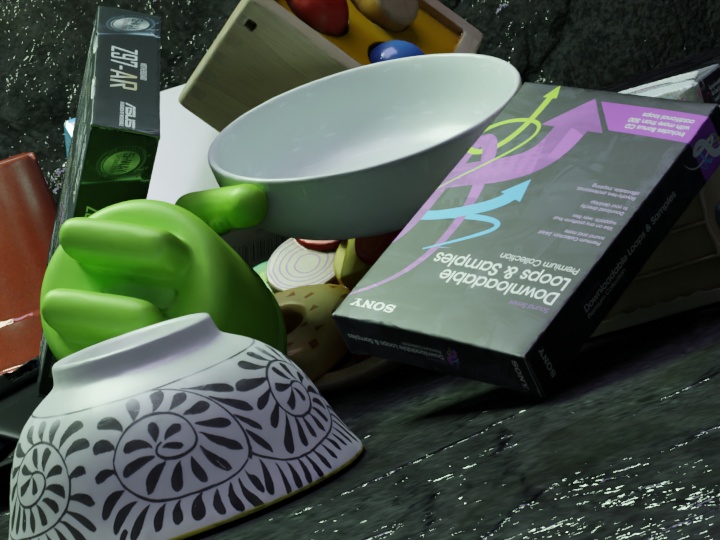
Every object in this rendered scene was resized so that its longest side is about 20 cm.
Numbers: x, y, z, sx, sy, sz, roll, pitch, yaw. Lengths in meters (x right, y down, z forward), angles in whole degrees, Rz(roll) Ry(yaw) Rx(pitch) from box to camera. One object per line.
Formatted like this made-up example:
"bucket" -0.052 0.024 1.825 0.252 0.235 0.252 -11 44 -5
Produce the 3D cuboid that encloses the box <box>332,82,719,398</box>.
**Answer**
"box" 0.095 -0.022 1.393 0.142 0.036 0.200 10 52 43

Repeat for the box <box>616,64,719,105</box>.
"box" 0.156 -0.055 1.720 0.199 0.115 0.132 -17 5 18

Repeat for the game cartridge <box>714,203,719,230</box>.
"game cartridge" 0.305 -0.046 1.361 0.199 0.041 0.133 -22 19 -14

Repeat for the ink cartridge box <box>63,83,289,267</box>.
"ink cartridge box" -0.127 -0.012 1.823 0.128 0.201 0.125 -19 46 -21

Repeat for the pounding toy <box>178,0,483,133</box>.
"pounding toy" -0.013 -0.172 1.762 0.142 0.184 0.200 -50 8 33

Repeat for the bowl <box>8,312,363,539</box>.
"bowl" -0.106 0.080 1.334 0.199 0.095 0.201 -18 4 1

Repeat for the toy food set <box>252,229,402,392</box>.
"toy food set" 0.000 0.000 1.626 0.199 0.049 0.199 -22 32 25

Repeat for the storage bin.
"storage bin" 0.178 -0.032 1.534 0.197 0.094 0.200 -17 6 17

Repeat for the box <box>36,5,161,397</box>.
"box" -0.165 -0.042 1.609 0.043 0.201 0.161 9 30 -10

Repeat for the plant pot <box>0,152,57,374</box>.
"plant pot" -0.356 -0.001 2.467 0.200 0.196 0.201 -17 5 2

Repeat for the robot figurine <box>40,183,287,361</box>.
"robot figurine" -0.113 0.031 1.490 0.115 0.177 0.200 5 -17 20

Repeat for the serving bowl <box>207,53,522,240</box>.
"serving bowl" 0.009 -0.067 1.570 0.199 0.066 0.200 -14 21 5

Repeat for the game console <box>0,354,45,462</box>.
"game console" -0.199 0.121 1.649 0.176 0.116 0.200 -48 -7 21
